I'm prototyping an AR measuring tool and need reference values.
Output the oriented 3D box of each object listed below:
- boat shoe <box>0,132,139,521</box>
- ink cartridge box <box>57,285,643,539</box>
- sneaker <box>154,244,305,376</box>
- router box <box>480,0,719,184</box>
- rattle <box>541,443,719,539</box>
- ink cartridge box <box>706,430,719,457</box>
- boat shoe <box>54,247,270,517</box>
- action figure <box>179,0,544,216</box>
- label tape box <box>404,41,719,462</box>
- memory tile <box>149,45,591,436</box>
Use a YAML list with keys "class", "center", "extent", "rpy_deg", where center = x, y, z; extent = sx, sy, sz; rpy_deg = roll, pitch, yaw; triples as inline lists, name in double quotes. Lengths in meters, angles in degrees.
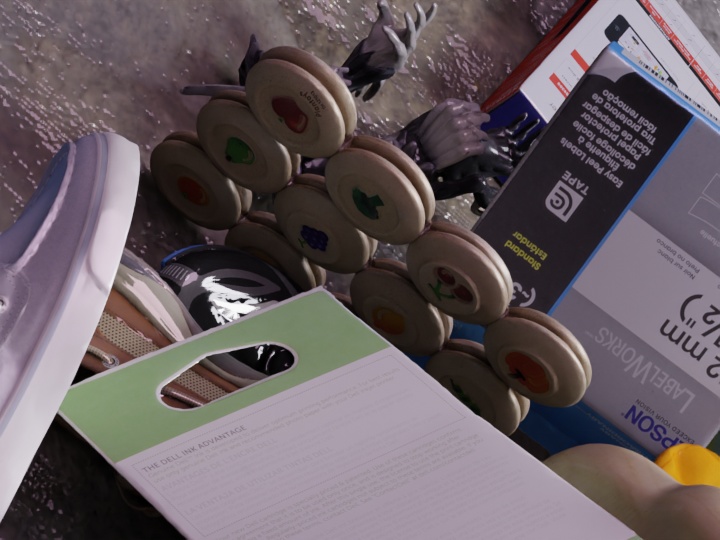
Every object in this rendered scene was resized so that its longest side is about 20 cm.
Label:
- class: "boat shoe"
  center: [-0.148, 0.029, 0.920]
  extent: [0.068, 0.072, 0.201]
  rpy_deg: [28, 80, -18]
- class: "ink cartridge box"
  center: [-0.009, 0.092, 0.923]
  extent: [0.145, 0.048, 0.200]
  rpy_deg: [-21, 41, -34]
- class: "sneaker"
  center: [-0.012, 0.060, 1.050]
  extent: [0.200, 0.083, 0.071]
  rpy_deg: [44, 76, -15]
- class: "router box"
  center: [0.166, -0.051, 1.335]
  extent: [0.200, 0.049, 0.180]
  rpy_deg: [51, 40, -7]
- class: "rattle"
  center: [0.155, 0.118, 0.957]
  extent: [0.142, 0.200, 0.131]
  rpy_deg: [1, 74, -31]
- class: "ink cartridge box"
  center: [0.183, 0.077, 1.152]
  extent: [0.059, 0.200, 0.104]
  rpy_deg: [30, 46, -26]
- class: "boat shoe"
  center: [-0.071, 0.073, 0.992]
  extent: [0.200, 0.076, 0.072]
  rpy_deg: [38, 49, 7]
- class: "action figure"
  center: [0.015, -0.070, 1.156]
  extent: [0.199, 0.102, 0.119]
  rpy_deg: [14, 41, -39]
- class: "label tape box"
  center: [0.110, 0.019, 1.097]
  extent: [0.143, 0.201, 0.066]
  rpy_deg: [36, 8, 1]
- class: "memory tile"
  center: [0.000, 0.000, 1.058]
  extent: [0.200, 0.153, 0.017]
  rpy_deg: [47, 57, -9]
